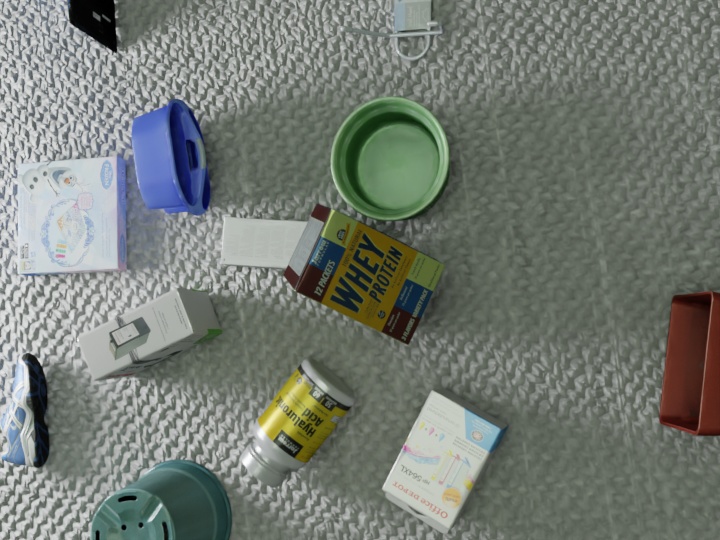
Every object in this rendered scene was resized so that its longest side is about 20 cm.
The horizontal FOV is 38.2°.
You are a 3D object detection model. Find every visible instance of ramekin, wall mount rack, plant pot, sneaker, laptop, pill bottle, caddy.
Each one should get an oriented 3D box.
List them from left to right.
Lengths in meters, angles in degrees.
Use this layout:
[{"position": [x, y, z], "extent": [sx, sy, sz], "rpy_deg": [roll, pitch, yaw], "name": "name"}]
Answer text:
[{"position": [-0.602, 0.248, 1.845], "extent": [0.076, 0.076, 0.204], "rpy_deg": [-3, 84, 8], "name": "sneaker"}, {"position": [-0.516, -0.499, 1.832], "extent": [0.101, 0.177, 0.204], "rpy_deg": [-6, 84, 12], "name": "laptop"}, {"position": [-0.335, 0.422, 1.711], "extent": [0.196, 0.196, 0.204], "rpy_deg": [-1, 85, 12], "name": "plant pot"}, {"position": [-0.313, -0.190, 1.782], "extent": [0.103, 0.141, 0.204], "rpy_deg": [-11, 84, 14], "name": "caddy"}, {"position": [-0.107, 0.255, 1.716], "extent": [0.111, 0.111, 0.201], "rpy_deg": [39, 95, 13], "name": "pill bottle"}, {"position": [0.057, -0.461, 1.752], "extent": [0.170, 0.075, 0.204], "rpy_deg": [-1, 85, 13], "name": "wall mount rack"}, {"position": [0.057, -0.177, 1.718], "extent": [0.196, 0.098, 0.204], "rpy_deg": [-1, 85, 13], "name": "ramekin"}, {"position": [0.564, 0.146, 1.539], "extent": [0.173, 0.200, 0.204], "rpy_deg": [8, 87, 2], "name": "plant pot"}]

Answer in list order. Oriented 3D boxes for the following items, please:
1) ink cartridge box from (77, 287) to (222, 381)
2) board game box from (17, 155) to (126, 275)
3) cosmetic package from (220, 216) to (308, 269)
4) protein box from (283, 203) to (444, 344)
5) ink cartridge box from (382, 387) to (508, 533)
[{"position": [-0.355, 0.109, 1.765], "extent": [0.198, 0.145, 0.085], "rpy_deg": [-25, 82, 10], "name": "ink cartridge box"}, {"position": [-0.519, -0.097, 1.870], "extent": [0.195, 0.043, 0.204], "rpy_deg": [-3, 85, 13], "name": "board game box"}, {"position": [-0.137, -0.043, 1.776], "extent": [0.196, 0.051, 0.084], "rpy_deg": [5, 85, 13], "name": "cosmetic package"}, {"position": [0.000, 0.000, 1.635], "extent": [0.196, 0.200, 0.137], "rpy_deg": [25, 92, -11], "name": "protein box"}, {"position": [0.131, 0.307, 1.650], "extent": [0.127, 0.125, 0.202], "rpy_deg": [27, 91, 13], "name": "ink cartridge box"}]
